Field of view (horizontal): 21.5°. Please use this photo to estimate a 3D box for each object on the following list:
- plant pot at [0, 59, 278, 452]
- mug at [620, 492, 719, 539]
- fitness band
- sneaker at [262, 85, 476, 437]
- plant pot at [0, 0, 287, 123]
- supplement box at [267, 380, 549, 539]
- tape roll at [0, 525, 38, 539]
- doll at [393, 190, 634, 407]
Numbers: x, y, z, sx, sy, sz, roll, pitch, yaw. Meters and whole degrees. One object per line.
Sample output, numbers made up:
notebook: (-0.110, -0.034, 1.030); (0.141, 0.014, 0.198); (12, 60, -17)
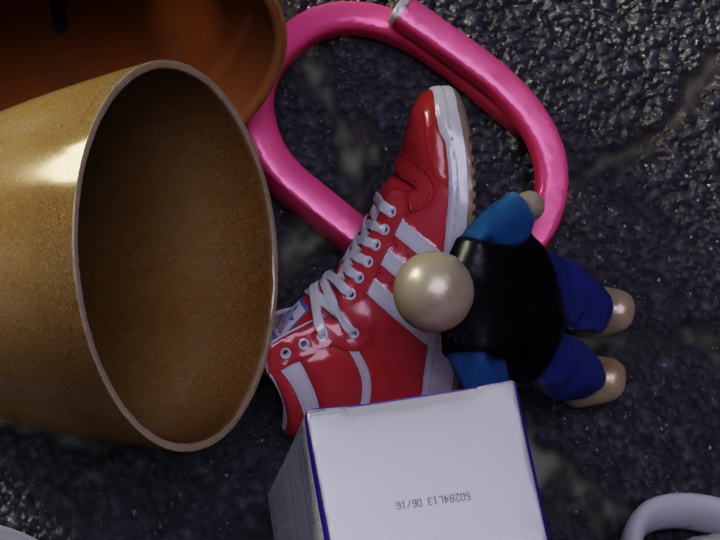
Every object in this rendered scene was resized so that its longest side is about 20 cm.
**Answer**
plant pot: (-0.172, -0.001, 0.948); (0.199, 0.186, 0.187); (-4, 70, 25)
mug: (0.201, 0.187, 0.970); (0.174, 0.148, 0.200); (7, 34, -16)
fitness band: (0.025, -0.072, 1.081); (0.200, 0.037, 0.144); (38, 71, 5)
sneaker: (0.000, 0.000, 1.009); (0.112, 0.071, 0.201); (3, 99, -4)
plant pot: (-0.152, -0.155, 1.009); (0.199, 0.200, 0.140); (-12, 59, -12)
supplement box: (0.018, 0.132, 0.929); (0.101, 0.200, 0.104); (-7, 72, -11)
tape roll: (-0.186, 0.220, 0.880); (0.202, 0.071, 0.203); (30, 45, -34)
doll: (0.081, 0.029, 0.978); (0.048, 0.200, 0.137); (3, 79, 33)
